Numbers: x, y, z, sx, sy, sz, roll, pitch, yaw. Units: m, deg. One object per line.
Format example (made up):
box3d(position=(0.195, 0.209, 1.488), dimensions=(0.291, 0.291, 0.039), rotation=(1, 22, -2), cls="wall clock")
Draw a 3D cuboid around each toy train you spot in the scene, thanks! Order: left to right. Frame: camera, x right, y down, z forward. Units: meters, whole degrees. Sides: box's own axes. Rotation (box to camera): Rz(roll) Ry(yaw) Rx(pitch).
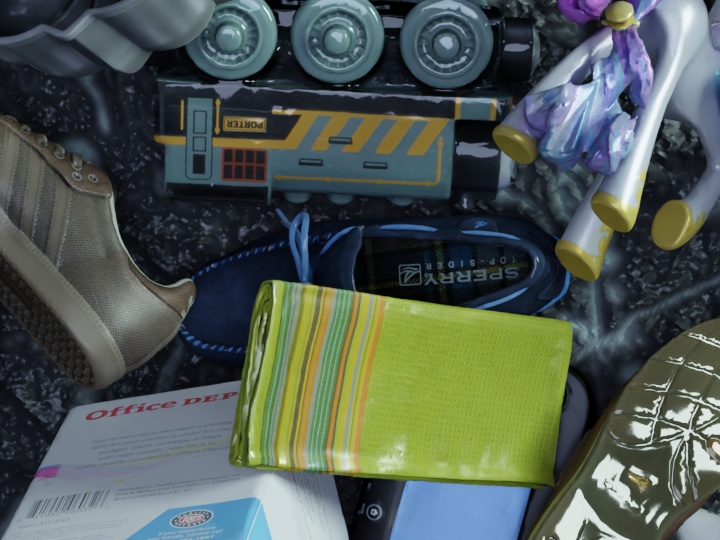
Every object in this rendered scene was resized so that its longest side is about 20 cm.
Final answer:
box3d(position=(-0.013, -0.088, 1.407), dimensions=(0.199, 0.085, 0.115), rotation=(2, 107, -1), cls="toy train")

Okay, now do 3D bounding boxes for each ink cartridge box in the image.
box3d(position=(-0.082, 0.143, 1.368), dimensions=(0.128, 0.200, 0.126), rotation=(-8, 111, 13), cls="ink cartridge box")

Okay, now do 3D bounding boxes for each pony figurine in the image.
box3d(position=(0.144, -0.115, 1.336), dimensions=(0.166, 0.193, 0.200), rotation=(21, 69, 34), cls="pony figurine")

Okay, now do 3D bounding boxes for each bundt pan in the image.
box3d(position=(-0.118, -0.175, 1.360), dimensions=(0.201, 0.076, 0.203), rotation=(-14, 56, 22), cls="bundt pan")

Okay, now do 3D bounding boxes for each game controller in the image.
box3d(position=(0.048, 0.133, 1.442), dimensions=(0.104, 0.042, 0.201), rotation=(15, 95, -1), cls="game controller")

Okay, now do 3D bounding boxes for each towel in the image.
box3d(position=(0.025, 0.057, 1.343), dimensions=(0.199, 0.018, 0.087), rotation=(8, 93, -41), cls="towel")

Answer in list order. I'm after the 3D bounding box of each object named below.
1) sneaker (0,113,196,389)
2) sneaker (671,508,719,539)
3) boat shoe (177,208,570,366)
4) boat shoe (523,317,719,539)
box3d(position=(-0.163, -0.033, 1.420), dimensions=(0.075, 0.070, 0.200), rotation=(-34, 80, -26), cls="sneaker")
box3d(position=(0.141, 0.207, 1.439), dimensions=(0.099, 0.078, 0.201), rotation=(32, 86, 4), cls="sneaker")
box3d(position=(0.000, 0.000, 1.406), dimensions=(0.199, 0.069, 0.085), rotation=(-15, 83, 10), cls="boat shoe")
box3d(position=(0.133, 0.101, 1.406), dimensions=(0.072, 0.068, 0.200), rotation=(43, 64, -4), cls="boat shoe")
